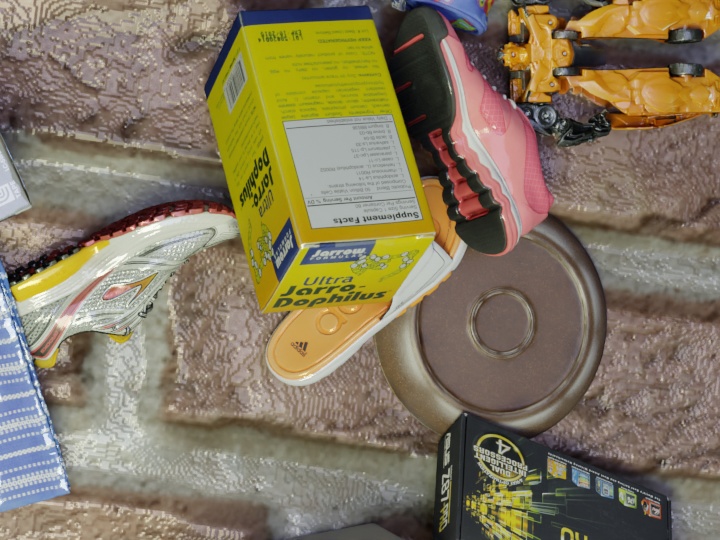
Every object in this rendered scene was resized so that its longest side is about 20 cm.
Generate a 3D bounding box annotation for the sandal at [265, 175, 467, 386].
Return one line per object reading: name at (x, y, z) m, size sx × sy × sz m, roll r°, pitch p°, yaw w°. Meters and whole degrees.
sandal at (0.005, 0.005, 1.676) m, size 0.079 × 0.059 × 0.207 m, roll 40°, pitch 80°, yaw 22°

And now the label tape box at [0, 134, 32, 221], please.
label tape box at (-0.345, -0.032, 1.552) m, size 0.199 × 0.144 × 0.064 m, roll -27°, pitch 99°, yaw -13°

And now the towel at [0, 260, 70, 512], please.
towel at (-0.309, 0.092, 1.597) m, size 0.144 × 0.024 × 0.201 m, roll -16°, pitch 102°, yaw 3°

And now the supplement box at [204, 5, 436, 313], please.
supplement box at (-0.034, -0.083, 1.609) m, size 0.108 × 0.110 × 0.201 m, roll -5°, pitch 64°, yaw -22°

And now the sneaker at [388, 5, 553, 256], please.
sneaker at (0.089, -0.115, 1.683) m, size 0.087 × 0.074 × 0.201 m, roll -27°, pitch 98°, yaw -38°

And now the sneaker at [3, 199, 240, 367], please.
sneaker at (-0.179, 0.006, 1.640) m, size 0.199 × 0.078 × 0.083 m, roll -26°, pitch 101°, yaw -4°

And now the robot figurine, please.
robot figurine at (0.202, -0.172, 1.743) m, size 0.199 × 0.058 × 0.146 m, roll -1°, pitch 91°, yaw -16°

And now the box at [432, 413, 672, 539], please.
box at (0.151, 0.217, 1.690) m, size 0.199 × 0.049 × 0.162 m, roll 24°, pitch 44°, yaw -16°

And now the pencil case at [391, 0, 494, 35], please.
pencil case at (0.088, -0.286, 1.702) m, size 0.078 × 0.086 × 0.201 m, roll 25°, pitch 83°, yaw -56°

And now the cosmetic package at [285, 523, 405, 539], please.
cosmetic package at (-0.046, 0.297, 1.625) m, size 0.199 × 0.165 × 0.166 m, roll -9°, pitch 94°, yaw -15°

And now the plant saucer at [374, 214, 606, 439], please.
plant saucer at (0.110, 0.042, 1.735) m, size 0.199 × 0.032 × 0.202 m, roll 0°, pitch 89°, yaw -15°
